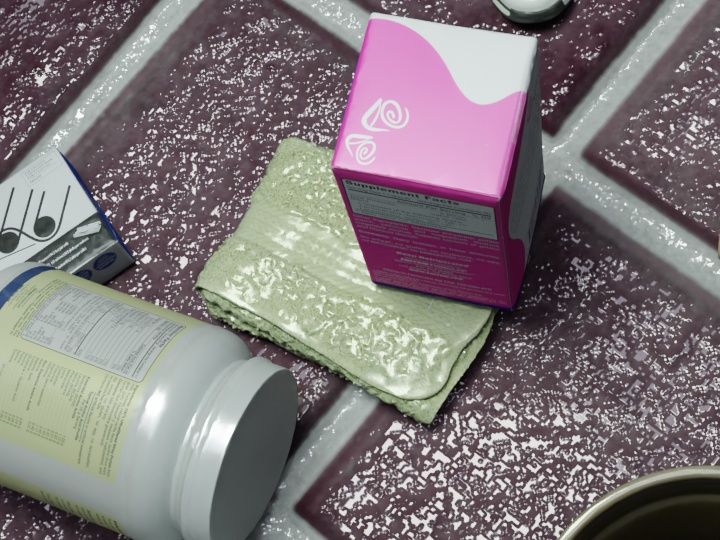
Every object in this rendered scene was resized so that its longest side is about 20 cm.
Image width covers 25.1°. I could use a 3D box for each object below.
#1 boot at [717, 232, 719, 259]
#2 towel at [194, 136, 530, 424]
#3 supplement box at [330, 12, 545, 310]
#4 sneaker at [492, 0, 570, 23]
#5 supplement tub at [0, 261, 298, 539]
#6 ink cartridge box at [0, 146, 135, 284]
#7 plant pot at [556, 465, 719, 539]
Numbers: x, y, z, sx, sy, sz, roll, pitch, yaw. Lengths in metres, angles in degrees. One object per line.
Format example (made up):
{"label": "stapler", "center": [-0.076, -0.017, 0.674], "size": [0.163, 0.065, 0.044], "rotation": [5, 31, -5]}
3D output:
{"label": "boot", "center": [0.334, -0.065, 1.030], "size": [0.166, 0.072, 0.201], "rotation": [25, 73, 21]}
{"label": "towel", "center": [0.000, 0.000, 1.094], "size": [0.199, 0.037, 0.149], "rotation": [26, 76, 19]}
{"label": "supplement box", "center": [0.053, -0.060, 0.981], "size": [0.103, 0.200, 0.102], "rotation": [11, 72, 10]}
{"label": "sneaker", "center": [0.107, -0.281, 1.130], "size": [0.075, 0.115, 0.202], "rotation": [-6, 70, 9]}
{"label": "supplement tub", "center": [-0.155, 0.089, 1.034], "size": [0.199, 0.145, 0.146], "rotation": [18, 75, 17]}
{"label": "ink cartridge box", "center": [-0.268, 0.010, 1.139], "size": [0.200, 0.044, 0.094], "rotation": [-36, 66, -3]}
{"label": "plant pot", "center": [0.196, 0.225, 0.899], "size": [0.199, 0.174, 0.201], "rotation": [-4, 69, 11]}
